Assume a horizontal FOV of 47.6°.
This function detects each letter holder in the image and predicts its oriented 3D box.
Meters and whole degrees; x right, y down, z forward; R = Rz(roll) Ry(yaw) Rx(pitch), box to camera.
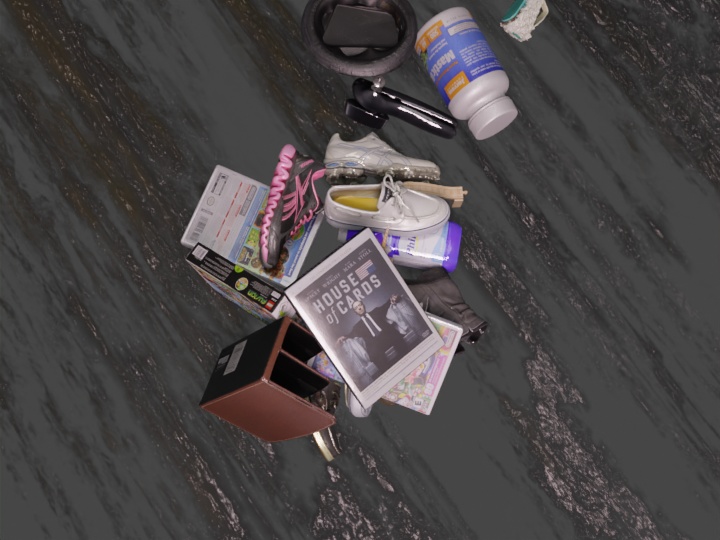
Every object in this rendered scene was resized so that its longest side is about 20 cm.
[{"bbox_3d":[-0.119,0.167,1.187,0.141,0.199,0.102,34,55,-22],"label":"letter holder"}]

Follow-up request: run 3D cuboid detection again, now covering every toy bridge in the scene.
[{"bbox_3d":[0.078,-0.123,1.337,0.195,0.067,0.028,-4,74,-3],"label":"toy bridge"}]

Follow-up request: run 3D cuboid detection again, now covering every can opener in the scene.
[{"bbox_3d":[0.073,-0.274,1.384,0.196,0.079,0.064,15,52,-5],"label":"can opener"}]

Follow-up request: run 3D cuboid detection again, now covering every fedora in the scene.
[{"bbox_3d":[-0.002,-0.396,1.392,0.196,0.092,0.205,0,75,1],"label":"fedora"}]

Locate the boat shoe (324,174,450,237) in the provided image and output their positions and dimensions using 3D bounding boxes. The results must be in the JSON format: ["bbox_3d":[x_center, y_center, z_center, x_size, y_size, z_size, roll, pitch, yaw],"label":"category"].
[{"bbox_3d":[0.042,-0.108,1.258,0.197,0.087,0.076,5,60,2],"label":"boat shoe"}]

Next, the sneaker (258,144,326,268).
[{"bbox_3d":[-0.105,-0.096,1.291,0.094,0.079,0.204,16,76,-11],"label":"sneaker"}]

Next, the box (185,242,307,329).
[{"bbox_3d":[-0.166,0.035,1.222,0.198,0.110,0.035,28,73,34],"label":"box"}]

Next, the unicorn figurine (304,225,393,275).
[{"bbox_3d":[0.000,0.000,1.240,0.197,0.137,0.075,-22,84,27],"label":"unicorn figurine"}]

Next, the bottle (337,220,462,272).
[{"bbox_3d":[0.063,-0.052,1.318,0.196,0.065,0.085,11,76,0],"label":"bottle"}]

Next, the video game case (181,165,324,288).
[{"bbox_3d":[-0.173,-0.070,1.330,0.197,0.018,0.145,23,75,4],"label":"video game case"}]

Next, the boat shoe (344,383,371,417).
[{"bbox_3d":[-0.009,0.127,1.276,0.061,0.072,0.204,-4,69,20],"label":"boat shoe"}]

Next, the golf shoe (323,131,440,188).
[{"bbox_3d":[0.036,-0.188,1.351,0.195,0.079,0.099,4,69,-3],"label":"golf shoe"}]

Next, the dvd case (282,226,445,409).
[{"bbox_3d":[0.007,0.066,1.132,0.149,0.025,0.202,-36,100,-10],"label":"dvd case"}]

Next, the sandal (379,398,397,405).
[{"bbox_3d":[0.092,0.121,1.271,0.082,0.055,0.200,42,65,3],"label":"sandal"}]

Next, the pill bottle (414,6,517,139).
[{"bbox_3d":[0.180,-0.327,1.371,0.110,0.112,0.203,-26,77,-9],"label":"pill bottle"}]

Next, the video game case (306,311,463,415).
[{"bbox_3d":[0.034,0.113,1.191,0.196,0.018,0.146,21,106,-1],"label":"video game case"}]

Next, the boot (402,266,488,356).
[{"bbox_3d":[0.093,0.077,1.226,0.197,0.070,0.132,-23,61,-26],"label":"boot"}]

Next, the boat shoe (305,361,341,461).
[{"bbox_3d":[-0.061,0.185,1.248,0.065,0.072,0.204,-20,73,-2],"label":"boat shoe"}]

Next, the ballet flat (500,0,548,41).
[{"bbox_3d":[0.316,-0.491,1.453,0.071,0.072,0.202,31,78,6],"label":"ballet flat"}]
